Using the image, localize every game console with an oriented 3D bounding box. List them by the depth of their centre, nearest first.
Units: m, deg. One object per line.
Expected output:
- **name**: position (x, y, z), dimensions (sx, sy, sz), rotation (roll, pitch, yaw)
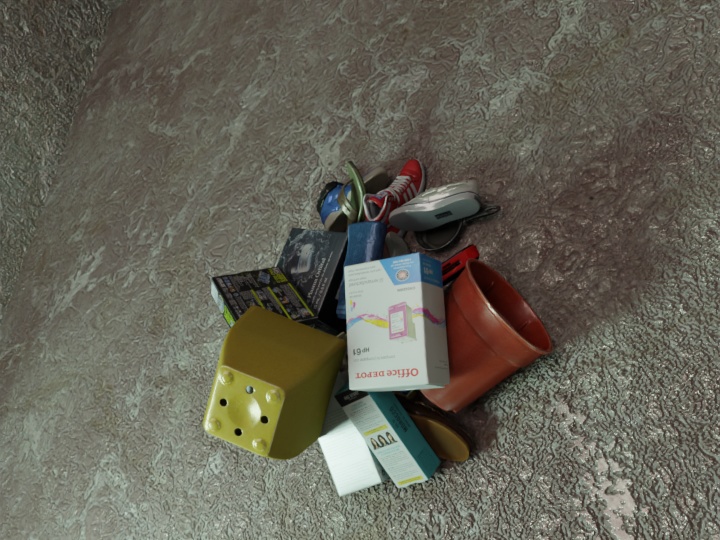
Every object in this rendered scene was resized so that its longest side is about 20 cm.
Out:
- **game console**: position (0.122, 0.029, 1.204), dimensions (0.198, 0.177, 0.031), rotation (-33, 83, -7)

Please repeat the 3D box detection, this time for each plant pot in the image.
- **plant pot**: position (-0.158, 0.201, 1.102), dimensions (0.191, 0.200, 0.199), rotation (20, 103, 9)
- **plant pot**: position (0.185, 0.122, 1.117), dimensions (0.196, 0.199, 0.202), rotation (-47, 43, 21)

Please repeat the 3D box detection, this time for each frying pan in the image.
- **frying pan**: position (0.191, -0.110, 1.350), dimensions (0.188, 0.031, 0.116), rotation (-32, 49, 20)

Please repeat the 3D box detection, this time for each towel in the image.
- **towel**: position (0.000, 0.000, 1.330), dimensions (0.111, 0.048, 0.204), rotation (-1, 76, 63)

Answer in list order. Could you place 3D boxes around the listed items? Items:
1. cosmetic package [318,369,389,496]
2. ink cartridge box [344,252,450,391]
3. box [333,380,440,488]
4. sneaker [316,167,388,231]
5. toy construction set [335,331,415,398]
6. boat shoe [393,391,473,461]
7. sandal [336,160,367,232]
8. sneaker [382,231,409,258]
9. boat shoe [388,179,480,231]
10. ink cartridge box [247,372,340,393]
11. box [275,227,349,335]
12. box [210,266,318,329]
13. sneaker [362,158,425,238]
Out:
- **cosmetic package**: position (-0.022, 0.293, 1.211), dimensions (0.100, 0.071, 0.203), rotation (-26, 82, 27)
- **ink cartridge box**: position (0.057, 0.087, 1.053), dimensions (0.142, 0.084, 0.204), rotation (-10, 77, 30)
- **box**: position (0.046, 0.272, 1.139), dimensions (0.082, 0.202, 0.049), rotation (-32, 4, 43)
- **sneaker**: position (-0.027, -0.189, 1.558), dimensions (0.200, 0.076, 0.112), rotation (-47, 53, 19)
- **toy construction set**: position (0.042, 0.158, 1.286), dimensions (0.197, 0.092, 0.133), rotation (15, 70, 33)
- **boat shoe**: position (0.113, 0.264, 1.165), dimensions (0.197, 0.070, 0.072), rotation (21, 124, 28)
- **sandal**: position (-0.023, -0.138, 1.461), dimensions (0.080, 0.056, 0.205), rotation (-126, 34, -58)
- **sneaker**: position (0.056, 0.013, 1.351), dimensions (0.105, 0.075, 0.202), rotation (-45, 27, 23)
- **boat shoe**: position (0.148, -0.136, 1.337), dimensions (0.197, 0.072, 0.067), rotation (-16, 50, 33)
- **ink cartridge box**: position (-0.143, 0.209, 1.332), dimensions (0.086, 0.198, 0.147), rotation (-53, 41, 24)
- **box**: position (-0.091, 0.023, 1.464), dimensions (0.198, 0.117, 0.200), rotation (8, 71, 45)
- **box**: position (-0.197, 0.071, 1.339), dimensions (0.200, 0.158, 0.045), rotation (47, 137, 45)
- **sneaker**: position (0.073, -0.171, 1.432), dimensions (0.070, 0.112, 0.203), rotation (4, 69, 42)
